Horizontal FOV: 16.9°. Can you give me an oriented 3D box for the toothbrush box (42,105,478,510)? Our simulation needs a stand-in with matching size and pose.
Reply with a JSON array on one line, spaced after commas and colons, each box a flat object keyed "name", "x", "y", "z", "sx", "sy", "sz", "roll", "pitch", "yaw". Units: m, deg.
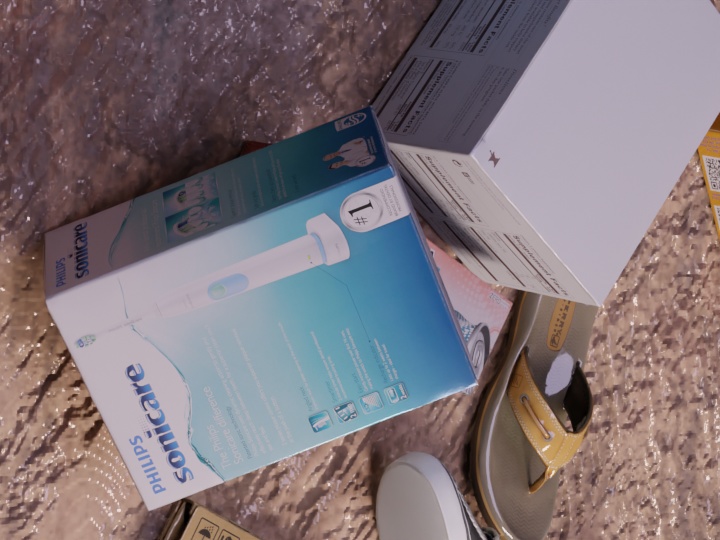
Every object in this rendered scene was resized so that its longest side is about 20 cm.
[{"name": "toothbrush box", "x": -0.056, "y": 0.021, "z": 1.329, "sx": 0.199, "sy": 0.085, "sz": 0.147, "roll": -22, "pitch": 117, "yaw": 3}]

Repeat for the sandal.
[{"name": "sandal", "x": 0.124, "y": 0.084, "z": 1.580, "sx": 0.080, "sy": 0.054, "sz": 0.201, "roll": 18, "pitch": 87, "yaw": -41}]

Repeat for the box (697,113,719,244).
[{"name": "box", "x": 0.306, "y": -0.037, "z": 1.726, "sx": 0.119, "sy": 0.041, "sz": 0.201, "roll": -33, "pitch": 121, "yaw": -32}]

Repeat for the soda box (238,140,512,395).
[{"name": "soda box", "x": 0.000, "y": 0.000, "z": 1.451, "sx": 0.200, "sy": 0.063, "sz": 0.069, "roll": 35, "pitch": 75, "yaw": -39}]

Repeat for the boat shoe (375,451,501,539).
[{"name": "boat shoe", "x": 0.061, "y": 0.192, "z": 1.542, "sx": 0.064, "sy": 0.071, "sz": 0.201, "roll": -31, "pitch": 126, "yaw": -31}]

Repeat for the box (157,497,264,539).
[{"name": "box", "x": -0.072, "y": 0.249, "z": 1.464, "sx": 0.200, "sy": 0.021, "sz": 0.164, "roll": 35, "pitch": 76, "yaw": -40}]

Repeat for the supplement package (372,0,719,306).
[{"name": "supplement package", "x": 0.122, "y": -0.107, "z": 1.504, "sx": 0.156, "sy": 0.111, "sz": 0.200, "roll": 47, "pitch": 69, "yaw": -36}]
